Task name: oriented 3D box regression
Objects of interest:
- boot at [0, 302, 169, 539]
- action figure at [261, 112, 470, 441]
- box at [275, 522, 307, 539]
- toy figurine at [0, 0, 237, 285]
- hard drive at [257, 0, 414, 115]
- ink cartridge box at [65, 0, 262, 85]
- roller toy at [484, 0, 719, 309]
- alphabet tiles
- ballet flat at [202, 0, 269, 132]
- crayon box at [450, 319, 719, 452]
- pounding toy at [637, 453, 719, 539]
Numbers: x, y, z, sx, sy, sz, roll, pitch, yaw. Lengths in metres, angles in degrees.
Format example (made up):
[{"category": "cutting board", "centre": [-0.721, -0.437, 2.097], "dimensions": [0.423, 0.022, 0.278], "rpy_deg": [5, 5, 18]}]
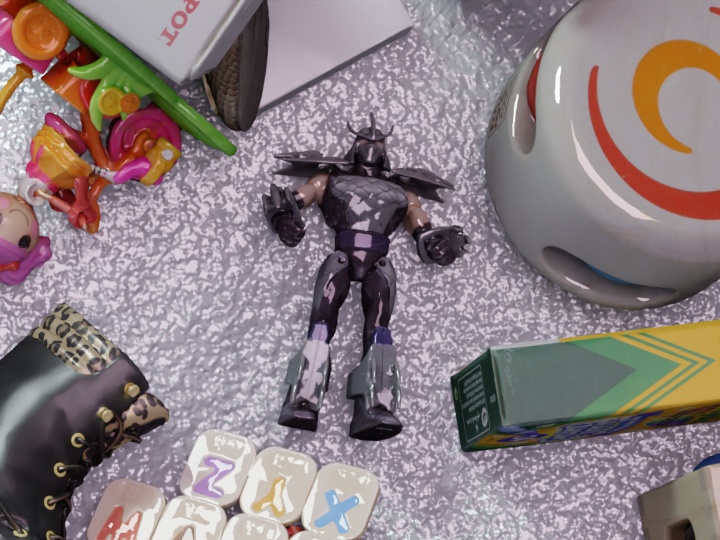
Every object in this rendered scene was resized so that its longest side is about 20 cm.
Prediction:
[{"category": "boot", "centre": [-0.173, 0.124, 1.654], "dimensions": [0.150, 0.073, 0.200], "rpy_deg": [-40, 66, -16]}, {"category": "action figure", "centre": [0.000, 0.000, 1.721], "dimensions": [0.129, 0.069, 0.201], "rpy_deg": [7, 75, -3]}, {"category": "box", "centre": [-0.009, 0.260, 1.658], "dimensions": [0.136, 0.040, 0.201], "rpy_deg": [16, 62, -6]}, {"category": "toy figurine", "centre": [-0.203, -0.066, 1.689], "dimensions": [0.200, 0.150, 0.184], "rpy_deg": [40, 89, -25]}, {"category": "hard drive", "centre": [-0.072, -0.206, 1.768], "dimensions": [0.131, 0.027, 0.201], "rpy_deg": [-29, 85, -13]}, {"category": "ink cartridge box", "centre": [-0.129, -0.222, 1.604], "dimensions": [0.200, 0.088, 0.146], "rpy_deg": [37, 104, 4]}, {"category": "roller toy", "centre": [0.172, -0.077, 1.725], "dimensions": [0.182, 0.140, 0.201], "rpy_deg": [-26, 82, -23]}, {"category": "alphabet tiles", "centre": [-0.073, 0.188, 1.654], "dimensions": [0.199, 0.015, 0.196], "rpy_deg": [15, 63, 16]}, {"category": "ballet flat", "centre": [-0.084, -0.180, 1.687], "dimensions": [0.046, 0.067, 0.201], "rpy_deg": [1, 113, 11]}, {"category": "crayon box", "centre": [0.165, 0.067, 1.703], "dimensions": [0.199, 0.126, 0.052], "rpy_deg": [-7, 81, -10]}, {"category": "pounding toy", "centre": [0.278, 0.135, 1.670], "dimensions": [0.183, 0.200, 0.143], "rpy_deg": [-9, 81, -11]}]
